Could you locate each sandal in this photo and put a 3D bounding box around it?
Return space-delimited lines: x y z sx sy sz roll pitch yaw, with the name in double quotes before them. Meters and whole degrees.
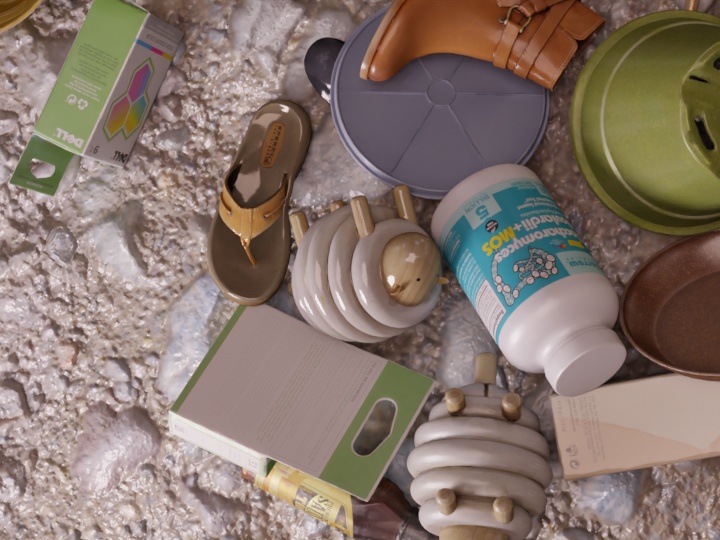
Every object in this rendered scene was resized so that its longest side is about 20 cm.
"sandal" -0.096 -0.068 1.640 0.080 0.054 0.200 12 81 10

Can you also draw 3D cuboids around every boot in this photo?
"boot" 0.109 -0.206 1.584 0.155 0.077 0.200 41 67 7

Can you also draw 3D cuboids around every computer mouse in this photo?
"computer mouse" 0.027 -0.148 1.639 0.200 0.034 0.059 37 94 11

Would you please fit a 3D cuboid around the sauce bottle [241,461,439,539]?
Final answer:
"sauce bottle" -0.010 0.205 1.611 0.200 0.066 0.066 26 92 14

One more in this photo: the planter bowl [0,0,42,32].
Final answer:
"planter bowl" -0.361 -0.314 1.707 0.200 0.083 0.200 -1 87 13

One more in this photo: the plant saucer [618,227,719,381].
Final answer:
"plant saucer" 0.323 0.034 1.512 0.200 0.200 0.037 -12 126 11

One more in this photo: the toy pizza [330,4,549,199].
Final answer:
"toy pizza" 0.072 -0.156 1.614 0.200 0.032 0.200 1 72 -3

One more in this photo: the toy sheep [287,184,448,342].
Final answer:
"toy sheep" 0.000 0.000 1.586 0.200 0.138 0.138 -11 83 55

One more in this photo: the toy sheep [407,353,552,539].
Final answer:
"toy sheep" 0.104 0.166 1.538 0.138 0.138 0.200 7 69 13

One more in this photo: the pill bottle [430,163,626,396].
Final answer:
"pill bottle" 0.150 0.011 1.533 0.111 0.111 0.200 -36 58 8

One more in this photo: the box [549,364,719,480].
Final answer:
"box" 0.272 0.127 1.540 0.200 0.095 0.078 -11 86 13

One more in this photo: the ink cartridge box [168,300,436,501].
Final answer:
"ink cartridge box" -0.052 0.122 1.597 0.200 0.048 0.146 24 57 12

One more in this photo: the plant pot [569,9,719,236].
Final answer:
"plant pot" 0.293 -0.128 1.471 0.200 0.190 0.200 0 91 -7

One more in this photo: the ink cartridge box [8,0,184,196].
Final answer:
"ink cartridge box" -0.245 -0.154 1.662 0.059 0.104 0.200 26 92 13

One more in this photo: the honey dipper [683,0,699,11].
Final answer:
"honey dipper" 0.293 -0.223 1.584 0.038 0.038 0.200 13 89 13
